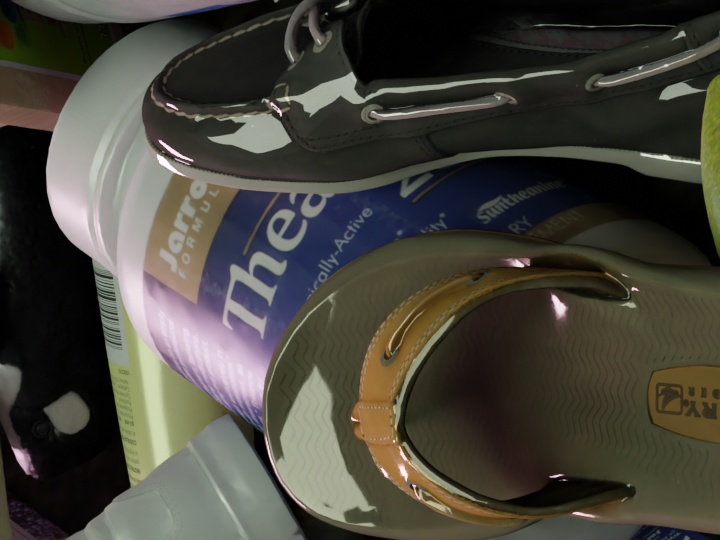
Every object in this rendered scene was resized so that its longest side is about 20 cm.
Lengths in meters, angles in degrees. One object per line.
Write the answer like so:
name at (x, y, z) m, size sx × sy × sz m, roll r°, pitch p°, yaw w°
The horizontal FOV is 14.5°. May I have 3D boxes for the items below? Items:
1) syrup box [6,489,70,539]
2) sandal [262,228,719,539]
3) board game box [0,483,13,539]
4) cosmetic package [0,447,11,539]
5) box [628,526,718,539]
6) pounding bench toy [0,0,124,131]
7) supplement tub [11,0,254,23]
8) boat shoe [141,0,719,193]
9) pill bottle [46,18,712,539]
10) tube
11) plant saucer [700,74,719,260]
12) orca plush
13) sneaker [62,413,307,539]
syrup box at (-0.144, 0.143, 1.072) m, size 0.200 × 0.081 × 0.079 m, roll 29°, pitch 124°, yaw 37°
sandal at (0.039, 0.032, 0.676) m, size 0.200 × 0.054 × 0.081 m, roll 1°, pitch 99°, yaw 47°
board game box at (-0.212, 0.086, 1.056) m, size 0.200 × 0.026 × 0.201 m, roll -27°, pitch 59°, yaw 23°
cosmetic package at (-0.193, 0.016, 1.010) m, size 0.105 × 0.071 × 0.201 m, roll -25°, pitch 60°, yaw 24°
box at (0.079, 0.124, 0.722) m, size 0.032 × 0.121 × 0.200 m, roll 57°, pitch 168°, yaw -14°
pounding bench toy at (-0.187, -0.118, 0.905) m, size 0.156 × 0.124 × 0.201 m, roll -19°, pitch 81°, yaw 22°
supplement tub at (-0.024, -0.142, 0.787) m, size 0.200 × 0.132 × 0.132 m, roll -5°, pitch 100°, yaw 51°
boat shoe at (0.032, -0.060, 0.752) m, size 0.199 × 0.067 × 0.057 m, roll 1°, pitch 130°, yaw 19°
pill bottle at (0.000, 0.000, 0.826) m, size 0.200 × 0.111 × 0.111 m, roll 32°, pitch 126°, yaw 38°
tube at (-0.055, 0.073, 0.966) m, size 0.052 × 0.058 × 0.201 m, roll 7°, pitch 107°, yaw 46°
plant saucer at (0.169, 0.032, 0.627) m, size 0.200 × 0.048 × 0.200 m, roll 57°, pitch 152°, yaw -8°
orca plush at (-0.103, -0.030, 0.997) m, size 0.105 × 0.071 × 0.201 m, roll 30°, pitch -130°, yaw -83°
sneaker at (-0.060, 0.131, 0.888) m, size 0.074 × 0.115 × 0.200 m, roll 53°, pitch 170°, yaw 37°
